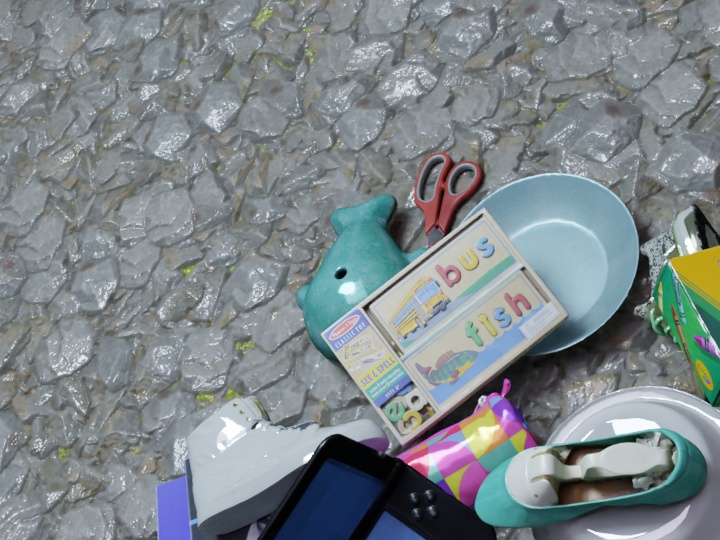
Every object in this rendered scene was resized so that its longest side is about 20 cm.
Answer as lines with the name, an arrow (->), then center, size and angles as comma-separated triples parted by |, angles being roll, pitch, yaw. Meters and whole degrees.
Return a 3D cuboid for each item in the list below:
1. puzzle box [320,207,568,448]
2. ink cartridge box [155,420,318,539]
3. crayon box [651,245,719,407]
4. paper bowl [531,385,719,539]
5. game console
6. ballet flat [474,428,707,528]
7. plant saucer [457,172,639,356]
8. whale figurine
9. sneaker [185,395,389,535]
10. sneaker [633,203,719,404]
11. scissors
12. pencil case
puzzle box -> 0.078, 0.052, 1.408 | 0.199, 0.025, 0.133 | -38, 76, -2
ink cartridge box -> -0.116, 0.263, 1.449 | 0.198, 0.043, 0.200 | -20, 55, 15
crayon box -> 0.367, 0.030, 1.291 | 0.198, 0.059, 0.120 | -15, 58, -15
paper bowl -> 0.240, 0.194, 1.281 | 0.198, 0.104, 0.203 | -11, 58, 19
game console -> -0.004, 0.264, 1.285 | 0.175, 0.116, 0.201 | 34, 93, 6
ballet flat -> 0.179, 0.162, 1.220 | 0.198, 0.070, 0.068 | -12, 58, 20
plant saucer -> 0.178, 0.000, 1.468 | 0.199, 0.039, 0.203 | -12, 57, 18
whale figurine -> 0.000, 0.000, 1.511 | 0.157, 0.104, 0.202 | -16, 52, 20
sneaker -> -0.077, 0.158, 1.422 | 0.198, 0.074, 0.117 | -24, 56, 9
sneaker -> 0.296, 0.042, 1.378 | 0.088, 0.077, 0.202 | -26, 48, 33
scissors -> 0.073, -0.035, 1.557 | 0.072, 0.014, 0.202 | 7, 66, 26
pencil case -> 0.074, 0.188, 1.376 | 0.199, 0.089, 0.089 | -34, 52, 3
